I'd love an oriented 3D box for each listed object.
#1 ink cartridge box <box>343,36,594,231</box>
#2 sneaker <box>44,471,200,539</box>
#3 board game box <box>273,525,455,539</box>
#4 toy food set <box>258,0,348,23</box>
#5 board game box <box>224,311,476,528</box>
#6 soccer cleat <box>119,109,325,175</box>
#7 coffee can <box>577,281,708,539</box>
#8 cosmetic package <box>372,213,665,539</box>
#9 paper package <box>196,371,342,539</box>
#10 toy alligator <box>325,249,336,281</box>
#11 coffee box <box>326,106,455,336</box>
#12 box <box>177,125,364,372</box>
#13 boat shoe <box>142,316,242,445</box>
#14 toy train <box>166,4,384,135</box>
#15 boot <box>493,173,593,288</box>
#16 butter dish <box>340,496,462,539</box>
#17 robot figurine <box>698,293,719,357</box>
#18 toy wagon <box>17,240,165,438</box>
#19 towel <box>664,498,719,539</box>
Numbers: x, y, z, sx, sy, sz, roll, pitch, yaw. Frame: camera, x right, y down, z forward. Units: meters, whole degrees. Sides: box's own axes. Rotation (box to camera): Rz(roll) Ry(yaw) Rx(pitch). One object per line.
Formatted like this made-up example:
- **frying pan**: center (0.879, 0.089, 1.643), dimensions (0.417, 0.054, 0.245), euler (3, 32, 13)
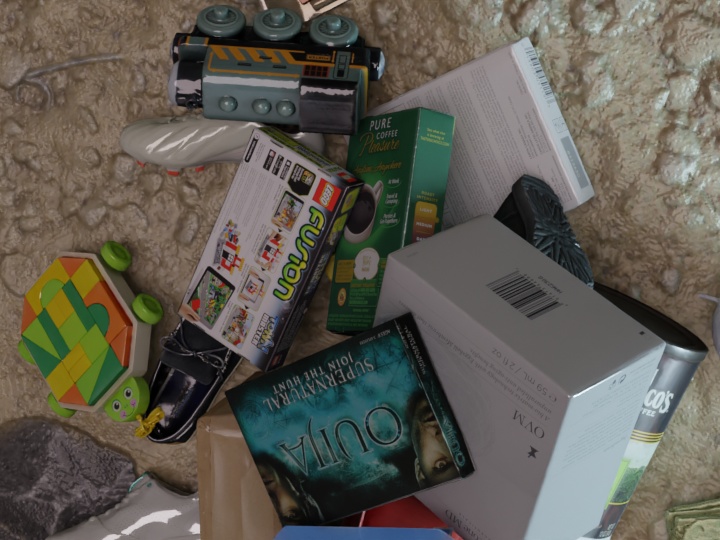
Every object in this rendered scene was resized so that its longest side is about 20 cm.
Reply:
- **ink cartridge box**: center (0.099, -0.105, 1.413), dimensions (0.199, 0.050, 0.161), euler (-22, 92, 33)
- **sneaker**: center (-0.226, 0.248, 1.516), dimensions (0.199, 0.075, 0.089), euler (-8, 83, 8)
- **board game box**: center (0.020, 0.264, 1.253), dimensions (0.199, 0.039, 0.159), euler (-2, 119, 20)
- **toy food set**: center (-0.021, -0.328, 1.392), dimensions (0.199, 0.060, 0.144), euler (-24, 91, 15)
- **board game box**: center (-0.012, 0.129, 1.221), dimensions (0.200, 0.028, 0.136), euler (-25, 87, 39)
- **soccer cleat**: center (-0.131, -0.133, 1.434), dimensions (0.199, 0.069, 0.078), euler (6, 125, 6)
- **coffee can**: center (0.202, 0.125, 1.358), dimensions (0.146, 0.146, 0.201), euler (26, 103, 8)
- **cosmetic package**: center (0.110, 0.100, 1.220), dimensions (0.199, 0.123, 0.201), euler (38, 134, 32)
- **paper package**: center (-0.074, 0.200, 1.401), dimensions (0.103, 0.200, 0.192), euler (0, 98, 13)
- **toy alligator**: center (0.000, 0.000, 1.430), dimensions (0.054, 0.059, 0.201), euler (-11, 95, 14)
- **coffee box**: center (0.026, -0.041, 1.349), dimensions (0.044, 0.123, 0.201), euler (10, 83, -29)
- **box**: center (-0.085, -0.019, 1.389), dimensions (0.110, 0.035, 0.201), euler (32, 112, 18)
- **boat shoe**: center (-0.159, 0.085, 1.477), dimensions (0.074, 0.062, 0.201), euler (28, 101, 9)
- **toy train**: center (-0.079, -0.180, 1.372), dimensions (0.199, 0.114, 0.085), euler (5, 133, 1)
- **boot**: center (0.112, 0.036, 1.339), dimensions (0.065, 0.165, 0.200), euler (28, 121, -23)
- **butter dish**: center (0.051, 0.282, 1.377), dimensions (0.147, 0.200, 0.200), euler (19, 95, 10)
- **robot figurine**: center (0.392, 0.069, 1.325), dimensions (0.200, 0.113, 0.170), euler (41, 128, 4)
- **toy wagon**: center (-0.257, 0.075, 1.476), dimensions (0.155, 0.040, 0.200), euler (-46, 63, 21)
- **towel**: center (0.367, 0.305, 1.401), dimensions (0.148, 0.036, 0.201), euler (-8, 95, 13)
